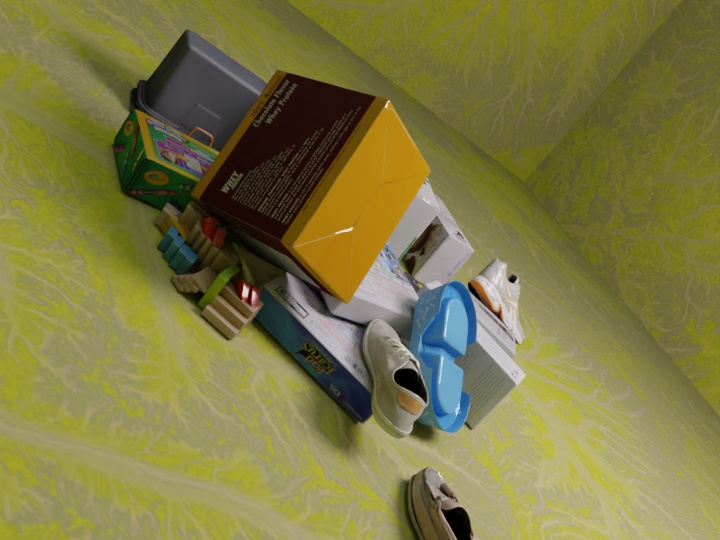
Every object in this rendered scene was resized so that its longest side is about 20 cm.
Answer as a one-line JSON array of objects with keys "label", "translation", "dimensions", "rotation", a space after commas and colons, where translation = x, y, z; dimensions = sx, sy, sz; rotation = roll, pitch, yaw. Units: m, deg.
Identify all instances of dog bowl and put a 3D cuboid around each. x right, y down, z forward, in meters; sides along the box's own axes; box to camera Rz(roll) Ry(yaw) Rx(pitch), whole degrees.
[{"label": "dog bowl", "translation": [0.108, 0.115, 0.992], "dimensions": [0.111, 0.049, 0.205], "rotation": [36, 56, -47]}]

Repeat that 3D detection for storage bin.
[{"label": "storage bin", "translation": [-0.235, -0.260, 1.134], "dimensions": [0.197, 0.135, 0.147], "rotation": [28, 23, -30]}]

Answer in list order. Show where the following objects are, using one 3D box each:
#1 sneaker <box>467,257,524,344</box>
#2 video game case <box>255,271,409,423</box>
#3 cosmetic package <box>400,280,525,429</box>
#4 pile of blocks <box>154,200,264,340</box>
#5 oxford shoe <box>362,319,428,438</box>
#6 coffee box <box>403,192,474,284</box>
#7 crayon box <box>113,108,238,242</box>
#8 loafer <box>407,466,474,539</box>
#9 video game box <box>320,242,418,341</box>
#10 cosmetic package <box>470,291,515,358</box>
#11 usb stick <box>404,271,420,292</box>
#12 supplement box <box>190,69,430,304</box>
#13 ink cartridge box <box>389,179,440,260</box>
[{"label": "sneaker", "translation": [0.293, 0.062, 1.457], "dimensions": [0.075, 0.092, 0.201], "rotation": [29, -21, 51]}, {"label": "video game case", "translation": [-0.031, 0.082, 0.950], "dimensions": [0.200, 0.046, 0.181], "rotation": [44, 21, 5]}, {"label": "cosmetic package", "translation": [0.142, 0.124, 1.112], "dimensions": [0.201, 0.102, 0.071], "rotation": [48, 20, 14]}, {"label": "pile of blocks", "translation": [-0.179, -0.017, 0.849], "dimensions": [0.201, 0.062, 0.081], "rotation": [50, 21, 22]}, {"label": "oxford shoe", "translation": [0.044, 0.116, 0.877], "dimensions": [0.074, 0.058, 0.201], "rotation": [32, 21, -18]}, {"label": "coffee box", "translation": [0.133, -0.071, 1.473], "dimensions": [0.079, 0.114, 0.202], "rotation": [27, 24, -33]}, {"label": "crayon box", "translation": [-0.223, -0.122, 0.983], "dimensions": [0.198, 0.058, 0.120], "rotation": [25, 26, -40]}, {"label": "loafer", "translation": [0.099, 0.278, 0.767], "dimensions": [0.071, 0.063, 0.202], "rotation": [34, 22, -22]}, {"label": "video game box", "translation": [0.000, 0.000, 1.023], "dimensions": [0.198, 0.047, 0.185], "rotation": [24, 33, -48]}, {"label": "cosmetic package", "translation": [0.213, 0.098, 1.334], "dimensions": [0.150, 0.052, 0.200], "rotation": [42, 11, 5]}, {"label": "usb stick", "translation": [0.109, 0.076, 1.244], "dimensions": [0.055, 0.033, 0.202], "rotation": [26, 25, -39]}, {"label": "supplement box", "translation": [-0.060, -0.107, 0.892], "dimensions": [0.197, 0.200, 0.133], "rotation": [24, -15, 38]}, {"label": "ink cartridge box", "translation": [0.064, -0.124, 1.405], "dimensions": [0.082, 0.148, 0.201], "rotation": [31, 21, -20]}]
